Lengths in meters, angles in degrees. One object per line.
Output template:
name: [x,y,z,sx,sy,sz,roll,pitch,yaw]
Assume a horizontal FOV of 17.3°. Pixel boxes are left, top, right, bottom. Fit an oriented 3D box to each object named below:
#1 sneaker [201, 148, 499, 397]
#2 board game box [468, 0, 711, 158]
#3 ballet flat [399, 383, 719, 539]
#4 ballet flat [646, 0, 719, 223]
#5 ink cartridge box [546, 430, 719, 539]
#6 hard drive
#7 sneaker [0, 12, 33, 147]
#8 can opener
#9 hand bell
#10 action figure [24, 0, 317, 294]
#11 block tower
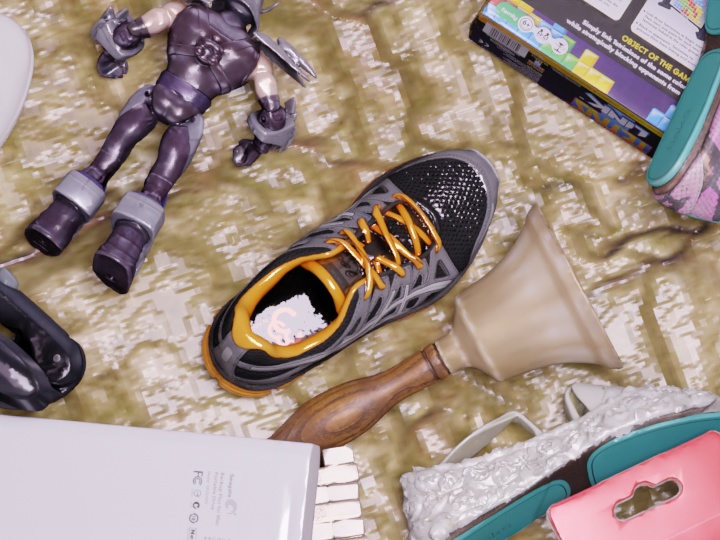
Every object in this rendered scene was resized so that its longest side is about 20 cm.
sneaker: [0.000,0.000,1.329,0.200,0.077,0.078,-39,84,-11]
board game box: [0.190,-0.154,1.381,0.200,0.057,0.166,34,78,1]
ballet flat: [0.111,0.099,1.329,0.199,0.072,0.072,-23,83,-8]
ballet flat: [0.221,-0.120,1.322,0.071,0.069,0.201,22,82,-19]
ink cartridge box: [0.188,0.203,1.314,0.116,0.067,0.201,-24,83,-9]
hard drive: [-0.127,0.152,1.288,0.199,0.026,0.132,4,82,14]
sneaker: [-0.240,-0.084,1.294,0.075,0.088,0.200,42,55,-2]
can opener: [-0.235,0.007,1.319,0.200,0.079,0.063,41,74,15]
hand bell: [0.037,0.056,1.332,0.200,0.104,0.104,-29,84,5]
action figure: [-0.110,-0.088,1.343,0.130,0.069,0.200,31,76,8]
block tower: [-0.016,0.202,1.306,0.058,0.054,0.201,-7,80,-6]
